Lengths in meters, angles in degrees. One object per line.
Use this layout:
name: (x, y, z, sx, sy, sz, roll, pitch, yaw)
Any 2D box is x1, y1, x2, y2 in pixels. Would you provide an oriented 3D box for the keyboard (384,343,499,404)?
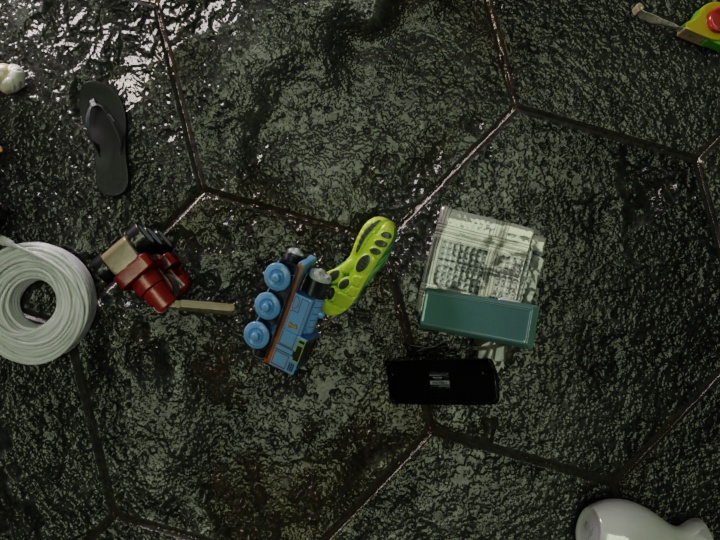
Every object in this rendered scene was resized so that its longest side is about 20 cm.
keyboard: (0.137, 0.170, 1.224, 0.197, 0.039, 0.106, -4, 95, 27)

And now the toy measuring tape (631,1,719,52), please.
toy measuring tape: (0.567, -0.435, 1.251, 0.197, 0.074, 0.075, 22, 89, 0)

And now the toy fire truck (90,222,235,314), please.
toy fire truck: (-0.305, 0.024, 1.181, 0.128, 0.176, 0.201, -39, 90, -2)

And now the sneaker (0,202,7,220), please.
sneaker: (-0.650, -0.081, 1.173, 0.075, 0.200, 0.080, 38, 97, 9)

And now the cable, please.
cable: (-0.548, 0.054, 1.233, 0.197, 0.069, 0.203, 13, 89, -1)

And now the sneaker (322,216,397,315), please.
sneaker: (0.000, 0.000, 1.233, 0.074, 0.083, 0.201, 46, 108, 20)

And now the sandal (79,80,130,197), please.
sandal: (-0.433, -0.230, 1.252, 0.075, 0.043, 0.204, -14, 89, -1)

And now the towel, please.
towel: (0.209, 0.006, 1.255, 0.197, 0.035, 0.196, 16, 89, 0)

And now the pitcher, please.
pitcher: (0.456, 0.472, 1.213, 0.197, 0.121, 0.174, 14, 104, -11)

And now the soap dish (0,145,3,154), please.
soap dish: (-0.700, -0.222, 1.213, 0.157, 0.081, 0.201, -37, 88, 21)

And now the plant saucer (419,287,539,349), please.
plant saucer: (0.188, 0.076, 1.193, 0.197, 0.019, 0.071, 9, 86, 27)

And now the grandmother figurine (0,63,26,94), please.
grandmother figurine: (-0.666, -0.349, 1.248, 0.197, 0.061, 0.123, 18, 100, 3)

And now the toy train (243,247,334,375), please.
toy train: (-0.115, 0.066, 1.211, 0.113, 0.087, 0.203, 24, 105, 6)

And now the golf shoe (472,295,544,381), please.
golf shoe: (0.218, 0.133, 1.228, 0.094, 0.078, 0.201, 39, 108, 17)
